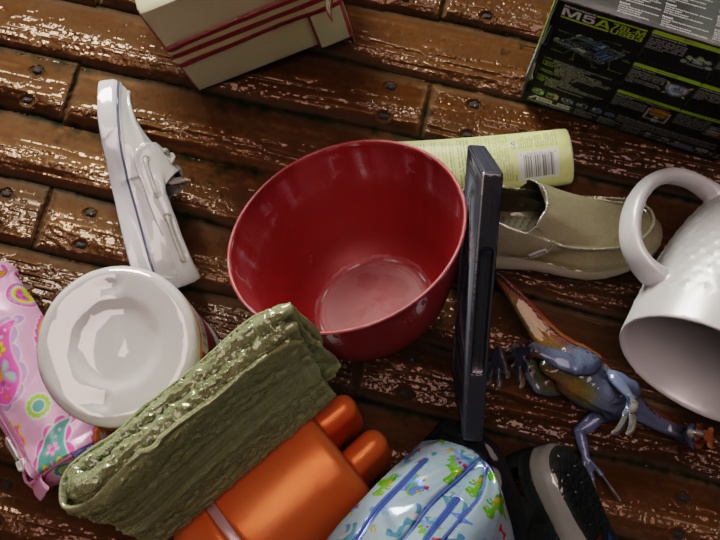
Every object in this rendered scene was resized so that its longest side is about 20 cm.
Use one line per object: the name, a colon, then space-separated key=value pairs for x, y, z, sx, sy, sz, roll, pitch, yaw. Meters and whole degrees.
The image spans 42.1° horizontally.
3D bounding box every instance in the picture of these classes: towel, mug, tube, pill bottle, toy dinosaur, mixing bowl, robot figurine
towel: x=-0.103 y=0.110 z=0.656 sx=0.200 sy=0.149 sz=0.036 roll=-41 pitch=62 yaw=-7
mug: x=0.298 y=0.000 z=0.772 sx=0.199 sy=0.148 sz=0.176 roll=37 pitch=67 yaw=-6
tube: x=0.093 y=-0.094 z=0.857 sx=0.198 sy=0.052 sz=0.058 roll=-7 pitch=35 yaw=2
pill bottle: x=-0.167 y=0.074 z=0.735 sx=0.113 sy=0.200 sz=0.115 roll=0 pitch=75 yaw=0
toy dinosaur: x=0.209 y=0.092 z=0.791 sx=0.180 sy=0.105 sz=0.202 roll=11 pitch=65 yaw=-16
mixing bowl: x=0.000 y=0.000 z=0.783 sx=0.198 sy=0.109 sz=0.202 roll=-10 pitch=49 yaw=11
robot figurine: x=-0.067 y=0.188 z=0.752 sx=0.200 sy=0.117 sz=0.144 roll=-40 pitch=107 yaw=-10

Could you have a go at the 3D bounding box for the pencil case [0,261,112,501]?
pencil case: x=-0.285 y=0.090 z=0.791 sx=0.087 sy=0.087 sz=0.201 roll=-33 pitch=78 yaw=-8

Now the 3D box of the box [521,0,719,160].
box: x=0.248 y=-0.173 z=0.798 sx=0.198 sy=0.193 sz=0.048 roll=18 pitch=76 yaw=6

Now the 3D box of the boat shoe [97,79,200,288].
boat shoe: x=-0.190 y=-0.078 z=0.846 sx=0.065 sy=0.074 sz=0.202 roll=-13 pitch=86 yaw=-8

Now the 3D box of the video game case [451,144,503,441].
video game case: x=0.090 y=0.011 z=0.737 sx=0.019 sy=0.143 sz=0.202 roll=2 pitch=105 yaw=2

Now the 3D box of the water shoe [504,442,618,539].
water shoe: x=0.170 y=0.238 z=0.770 sx=0.078 sy=0.071 sz=0.202 roll=-18 pitch=92 yaw=39

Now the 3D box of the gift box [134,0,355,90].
gift box: x=-0.099 y=-0.276 z=0.838 sx=0.185 sy=0.185 sz=0.202 roll=-21 pitch=80 yaw=4

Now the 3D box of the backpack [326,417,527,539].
backpack: x=0.042 y=0.227 z=0.674 sx=0.199 sy=0.153 sz=0.165 roll=-20 pitch=110 yaw=-34

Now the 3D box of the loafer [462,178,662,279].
loafer: x=0.168 y=-0.040 z=0.819 sx=0.198 sy=0.069 sz=0.076 roll=-2 pitch=48 yaw=1
